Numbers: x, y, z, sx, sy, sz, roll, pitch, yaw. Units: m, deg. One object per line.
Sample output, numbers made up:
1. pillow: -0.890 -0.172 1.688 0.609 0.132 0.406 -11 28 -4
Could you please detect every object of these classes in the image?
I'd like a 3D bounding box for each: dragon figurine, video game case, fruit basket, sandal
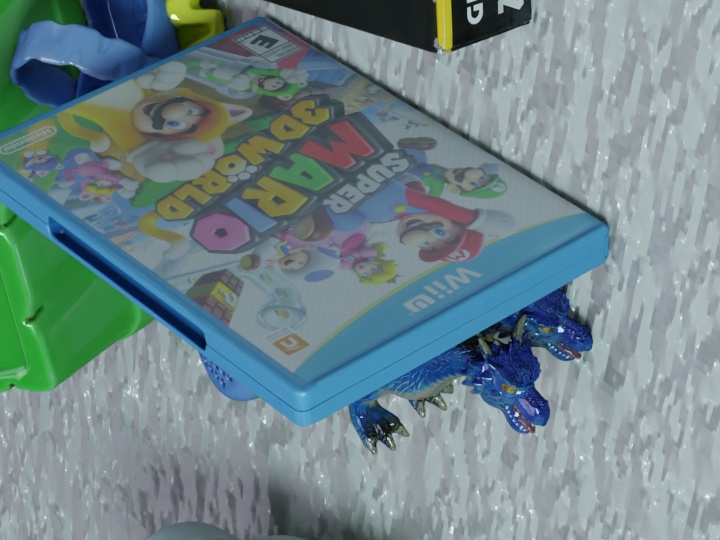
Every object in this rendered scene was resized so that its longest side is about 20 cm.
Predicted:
1. dragon figurine: 0.000 0.000 1.025 0.200 0.059 0.100 41 137 19
2. video game case: -0.029 -0.025 0.989 0.200 0.143 0.018 34 139 39
3. fruit basket: -0.179 -0.060 1.202 0.155 0.216 0.217 -5 106 14
4. sandal: -0.084 -0.038 1.108 0.079 0.087 0.201 -22 90 53

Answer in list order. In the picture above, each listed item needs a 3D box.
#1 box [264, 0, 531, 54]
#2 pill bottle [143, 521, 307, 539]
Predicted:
1. box: -0.022 -0.178 0.988 0.200 0.049 0.160 23 126 46
2. pill bottle: -0.018 0.175 1.102 0.200 0.112 0.113 25 126 45
